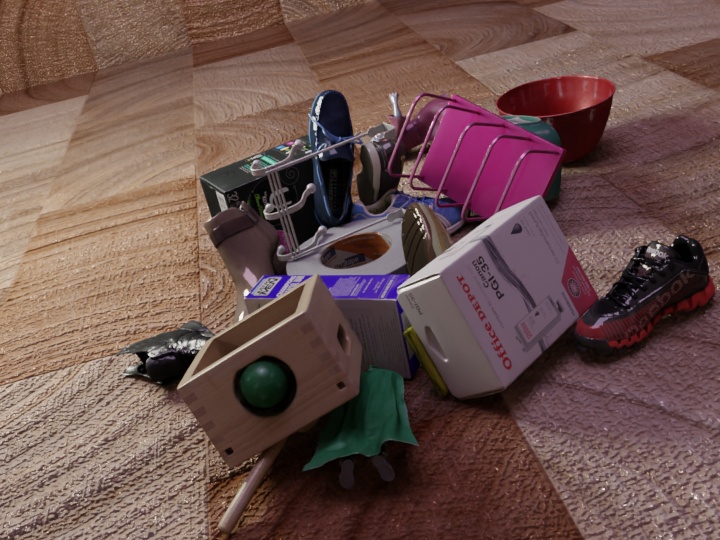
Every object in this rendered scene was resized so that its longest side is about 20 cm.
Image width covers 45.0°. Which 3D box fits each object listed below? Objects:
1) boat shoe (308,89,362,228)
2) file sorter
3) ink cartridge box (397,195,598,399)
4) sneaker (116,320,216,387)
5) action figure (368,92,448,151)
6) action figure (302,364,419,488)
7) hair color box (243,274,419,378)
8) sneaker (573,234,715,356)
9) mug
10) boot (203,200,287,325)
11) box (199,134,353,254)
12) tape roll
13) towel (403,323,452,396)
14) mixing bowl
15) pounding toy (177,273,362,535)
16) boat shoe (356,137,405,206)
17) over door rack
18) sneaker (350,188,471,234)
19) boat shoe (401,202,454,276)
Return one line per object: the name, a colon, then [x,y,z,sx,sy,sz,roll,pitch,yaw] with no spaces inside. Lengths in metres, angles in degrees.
boat shoe: [-0.030,-0.165,1.278,0.083,0.203,0.069,-7,4,-17]
file sorter: [0.157,-0.151,1.232,0.199,0.140,0.125,34,22,29]
ink cartridge box: [0.157,0.029,0.974,0.199,0.148,0.082,-35,7,-37]
sneaker: [-0.222,0.114,1.096,0.104,0.061,0.199,-30,26,-32]
action figure: [0.099,-0.253,1.643,0.199,0.134,0.150,-30,72,-7]
action figure: [0.011,0.153,0.921,0.117,0.055,0.200,-10,20,9]
hair color box: [-0.031,0.066,1.044,0.197,0.110,0.065,-1,29,21]
sneaker: [0.319,0.022,0.986,0.199,0.099,0.071,-25,31,-20]
mug: [0.220,-0.178,1.351,0.183,0.116,0.152,6,19,20]
boot: [-0.164,-0.011,1.198,0.070,0.147,0.200,-32,9,24]
box: [-0.125,-0.104,1.362,0.198,0.150,0.124,-24,27,-21]
tape roll: [0.000,0.000,1.197,0.198,0.067,0.201,-12,27,6]
towel: [0.136,0.060,1.013,0.199,0.087,0.018,-32,6,-36]
mixing bowl: [0.335,-0.247,1.477,0.197,0.110,0.201,-11,26,5]
pounding toy: [-0.091,0.130,0.909,0.183,0.143,0.200,-31,11,8]
boat shoe: [0.033,-0.141,1.357,0.060,0.072,0.201,-20,-17,-11]
over door rack: [-0.038,-0.109,1.191,0.198,0.149,0.067,-17,31,-3]
sneaker: [0.077,-0.085,1.316,0.198,0.078,0.076,-16,26,-14]
boat shoe: [0.109,0.005,1.082,0.075,0.072,0.202,-4,63,-23]
